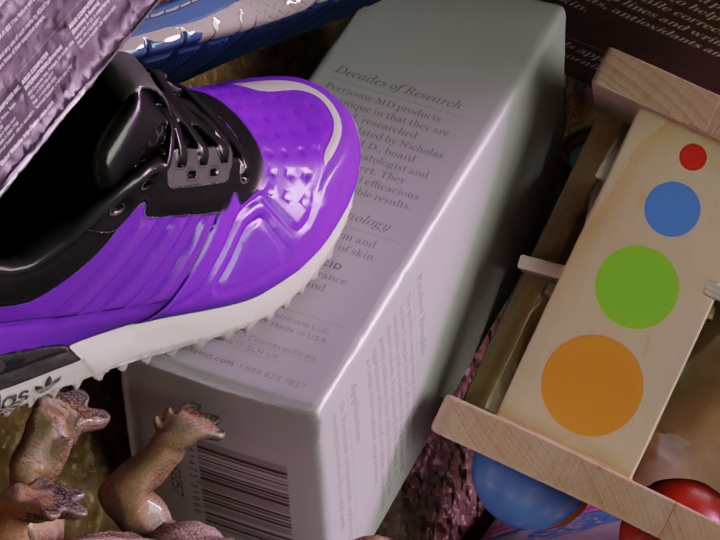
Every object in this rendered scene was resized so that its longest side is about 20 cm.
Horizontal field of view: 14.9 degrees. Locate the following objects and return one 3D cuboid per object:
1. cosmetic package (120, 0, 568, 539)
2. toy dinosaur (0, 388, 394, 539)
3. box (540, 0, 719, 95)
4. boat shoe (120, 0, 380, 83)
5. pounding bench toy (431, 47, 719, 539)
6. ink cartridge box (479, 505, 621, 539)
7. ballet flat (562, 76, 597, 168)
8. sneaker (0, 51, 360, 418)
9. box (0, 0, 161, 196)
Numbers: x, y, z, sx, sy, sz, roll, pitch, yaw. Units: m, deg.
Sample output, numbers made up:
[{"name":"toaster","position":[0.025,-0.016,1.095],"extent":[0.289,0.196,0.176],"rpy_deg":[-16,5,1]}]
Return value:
[{"name":"cosmetic package","position":[0.000,0.000,0.920],"extent":[0.102,0.074,0.200],"rpy_deg":[88,25,-47]},{"name":"toy dinosaur","position":[-0.076,0.114,0.814],"extent":[0.199,0.086,0.136],"rpy_deg":[10,114,-30]},{"name":"box","position":[0.114,-0.173,0.957],"extent":[0.165,0.200,0.165],"rpy_deg":[21,70,-25]},{"name":"boat shoe","position":[-0.065,-0.097,0.868],"extent":[0.200,0.072,0.073],"rpy_deg":[-25,86,-43]},{"name":"pounding bench toy","position":[0.114,0.032,0.984],"extent":[0.156,0.124,0.200],"rpy_deg":[-65,172,-2]},{"name":"ink cartridge box","position":[0.103,0.154,1.062],"extent":[0.200,0.085,0.148],"rpy_deg":[-45,126,-48]},{"name":"ballet flat","position":[0.143,-0.040,1.155],"extent":[0.200,0.070,0.071],"rpy_deg":[37,60,-48]},{"name":"sneaker","position":[-0.066,-0.026,0.792],"extent":[0.200,0.070,0.100],"rpy_deg":[-28,151,-39]},{"name":"box","position":[-0.121,-0.122,0.695],"extent":[0.200,0.086,0.164],"rpy_deg":[-56,132,-39]}]
